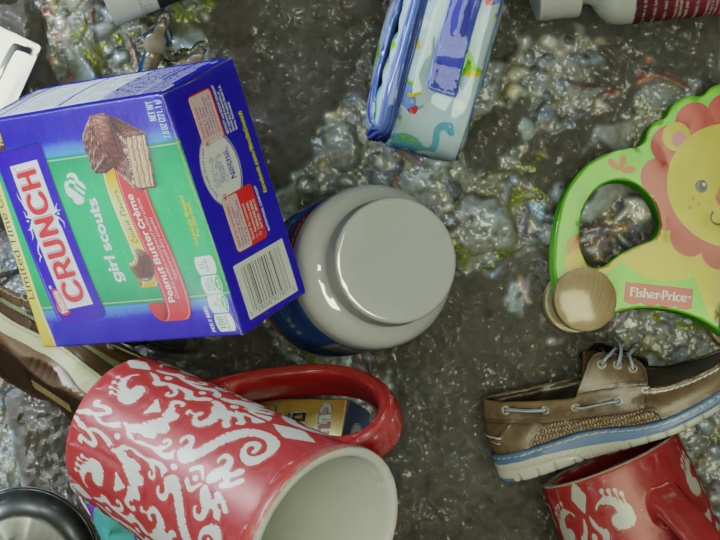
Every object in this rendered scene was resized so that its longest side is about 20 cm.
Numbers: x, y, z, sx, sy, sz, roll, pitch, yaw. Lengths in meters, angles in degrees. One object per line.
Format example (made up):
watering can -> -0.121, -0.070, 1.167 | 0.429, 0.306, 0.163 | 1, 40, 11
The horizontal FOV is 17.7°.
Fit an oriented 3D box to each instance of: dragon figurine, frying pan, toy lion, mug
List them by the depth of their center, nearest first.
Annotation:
mug -> -0.077, 0.138, 1.549 | 0.177, 0.199, 0.134 | -19, 122, -42
mug -> 0.235, 0.223, 1.680 | 0.177, 0.133, 0.201 | -23, 90, 38
dragon figurine -> -0.172, -0.088, 1.682 | 0.059, 0.100, 0.201 | 27, 110, -4
toy lion -> 0.242, -0.042, 1.710 | 0.199, 0.069, 0.193 | 5, 86, -3
frying pan -> -0.261, 0.255, 1.718 | 0.114, 0.031, 0.191 | 16, 90, -2

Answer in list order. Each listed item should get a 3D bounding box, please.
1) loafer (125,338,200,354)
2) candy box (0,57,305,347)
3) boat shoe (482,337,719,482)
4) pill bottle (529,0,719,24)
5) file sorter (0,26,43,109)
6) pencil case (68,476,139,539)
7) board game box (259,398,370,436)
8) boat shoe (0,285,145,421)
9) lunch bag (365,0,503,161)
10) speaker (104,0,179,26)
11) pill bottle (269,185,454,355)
loafer -> -0.118, -0.034, 1.693 | 0.063, 0.072, 0.201 | 18, 100, -23
candy box -> -0.152, -0.042, 1.554 | 0.077, 0.199, 0.170 | -31, 109, -43
boat shoe -> 0.183, 0.091, 1.693 | 0.199, 0.072, 0.073 | -21, 100, 7
pill bottle -> 0.220, -0.236, 1.668 | 0.199, 0.110, 0.110 | -6, 94, -3
file sorter -> -0.348, -0.139, 1.639 | 0.199, 0.125, 0.139 | 25, 93, -5
pencil case -> -0.151, 0.222, 1.690 | 0.092, 0.085, 0.201 | -12, 96, 16
board game box -> -0.073, 0.189, 1.609 | 0.135, 0.035, 0.201 | -1, 70, 30
boat shoe -> -0.220, 0.051, 1.675 | 0.202, 0.075, 0.075 | 34, 63, 17
lunch bag -> 0.060, -0.180, 1.638 | 0.082, 0.161, 0.201 | 15, 94, -4
speaker -> -0.103, -0.248, 1.665 | 0.199, 0.081, 0.082 | -22, 94, -2
pill bottle -> 0.000, 0.000, 1.610 | 0.112, 0.200, 0.113 | 1, 84, -14
